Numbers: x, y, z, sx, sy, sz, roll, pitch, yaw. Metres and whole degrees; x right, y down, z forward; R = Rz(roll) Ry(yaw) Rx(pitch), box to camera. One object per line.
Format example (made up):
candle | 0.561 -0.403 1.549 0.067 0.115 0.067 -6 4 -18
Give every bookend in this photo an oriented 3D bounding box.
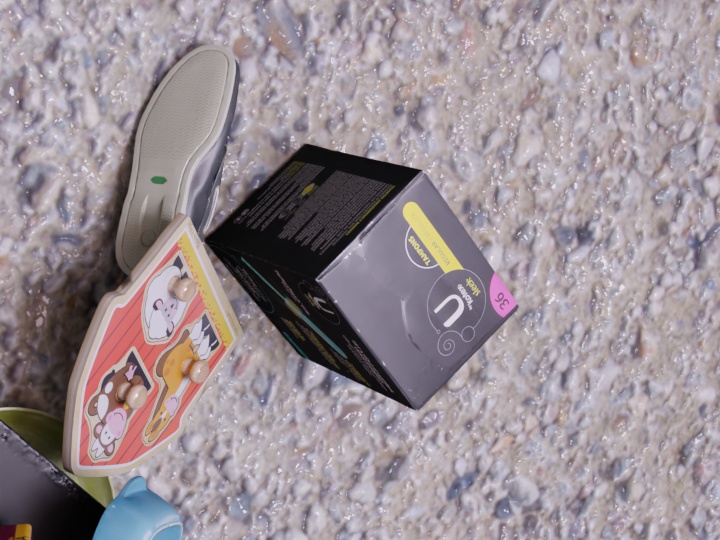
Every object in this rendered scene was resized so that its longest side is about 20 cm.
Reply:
bookend | -0.297 0.223 1.466 0.199 0.092 0.200 44 79 -27

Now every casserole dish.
casserole dish | -0.176 0.252 1.419 0.039 0.121 0.201 17 94 13

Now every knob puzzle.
knob puzzle | -0.163 0.082 1.514 0.220 0.030 0.220 -44 146 -40

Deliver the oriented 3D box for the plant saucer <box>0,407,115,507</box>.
plant saucer | -0.292 0.204 1.536 0.199 0.031 0.201 -6 103 -29

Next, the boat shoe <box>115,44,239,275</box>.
boat shoe | -0.142 -0.084 1.557 0.068 0.072 0.201 31 75 -67

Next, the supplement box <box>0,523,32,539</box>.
supplement box | -0.326 0.255 1.362 0.199 0.086 0.111 -7 102 -6

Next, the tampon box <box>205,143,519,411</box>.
tampon box | 0.000 0.000 1.564 0.126 0.200 0.150 -45 118 -15
